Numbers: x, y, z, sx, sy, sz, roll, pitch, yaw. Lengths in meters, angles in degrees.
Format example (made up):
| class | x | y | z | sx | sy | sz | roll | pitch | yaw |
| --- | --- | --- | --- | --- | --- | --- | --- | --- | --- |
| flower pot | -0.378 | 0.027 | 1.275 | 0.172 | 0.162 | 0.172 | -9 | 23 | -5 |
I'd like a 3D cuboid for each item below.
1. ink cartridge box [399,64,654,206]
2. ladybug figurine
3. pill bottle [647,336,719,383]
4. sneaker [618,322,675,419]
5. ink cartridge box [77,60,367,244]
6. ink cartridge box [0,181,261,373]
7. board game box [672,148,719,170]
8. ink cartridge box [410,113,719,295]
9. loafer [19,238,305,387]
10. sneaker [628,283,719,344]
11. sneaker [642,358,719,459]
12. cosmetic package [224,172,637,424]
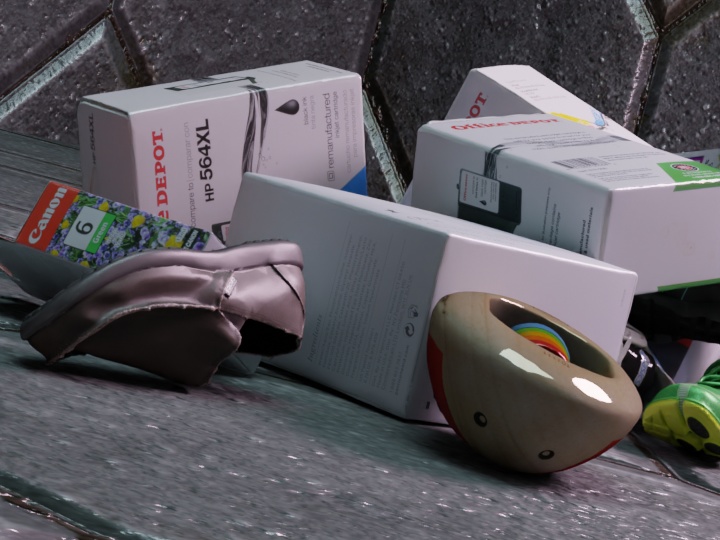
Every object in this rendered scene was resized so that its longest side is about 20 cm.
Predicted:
| class | x | y | z | sx | sy | sz | roll | pitch | yaw |
| --- | --- | --- | --- | --- | --- | --- | --- | --- | --- |
| ink cartridge box | 0.164 | -0.064 | 1.957 | 0.199 | 0.148 | 0.144 | 35 | 18 | 17 |
| ladybug figurine | 0.095 | 0.068 | 1.343 | 0.135 | 0.072 | 0.200 | 27 | 9 | 2 |
| pill bottle | 0.227 | 0.046 | 1.809 | 0.199 | 0.117 | 0.116 | 26 | 6 | 8 |
| sneaker | 0.172 | 0.055 | 1.674 | 0.072 | 0.072 | 0.200 | 11 | -15 | 36 |
| ink cartridge box | -0.099 | -0.066 | 1.692 | 0.199 | 0.147 | 0.084 | -13 | 19 | -31 |
| ink cartridge box | -0.155 | -0.004 | 1.436 | 0.199 | 0.051 | 0.109 | 18 | -19 | 33 |
| board game box | 0.275 | -0.042 | 1.752 | 0.134 | 0.034 | 0.199 | 32 | -19 | -28 |
| ink cartridge box | 0.153 | -0.050 | 1.667 | 0.146 | 0.084 | 0.199 | -7 | 21 | -40 |
| loafer | -0.098 | 0.028 | 1.278 | 0.199 | 0.071 | 0.073 | -11 | -15 | -43 |
| sneaker | 0.248 | 0.013 | 1.725 | 0.198 | 0.080 | 0.076 | 13 | -27 | 12 |
| sneaker | 0.259 | 0.091 | 1.638 | 0.074 | 0.084 | 0.200 | 13 | 1 | 27 |
| cosmetic package | 0.040 | 0.023 | 1.528 | 0.199 | 0.124 | 0.199 | 16 | 4 | 44 |
